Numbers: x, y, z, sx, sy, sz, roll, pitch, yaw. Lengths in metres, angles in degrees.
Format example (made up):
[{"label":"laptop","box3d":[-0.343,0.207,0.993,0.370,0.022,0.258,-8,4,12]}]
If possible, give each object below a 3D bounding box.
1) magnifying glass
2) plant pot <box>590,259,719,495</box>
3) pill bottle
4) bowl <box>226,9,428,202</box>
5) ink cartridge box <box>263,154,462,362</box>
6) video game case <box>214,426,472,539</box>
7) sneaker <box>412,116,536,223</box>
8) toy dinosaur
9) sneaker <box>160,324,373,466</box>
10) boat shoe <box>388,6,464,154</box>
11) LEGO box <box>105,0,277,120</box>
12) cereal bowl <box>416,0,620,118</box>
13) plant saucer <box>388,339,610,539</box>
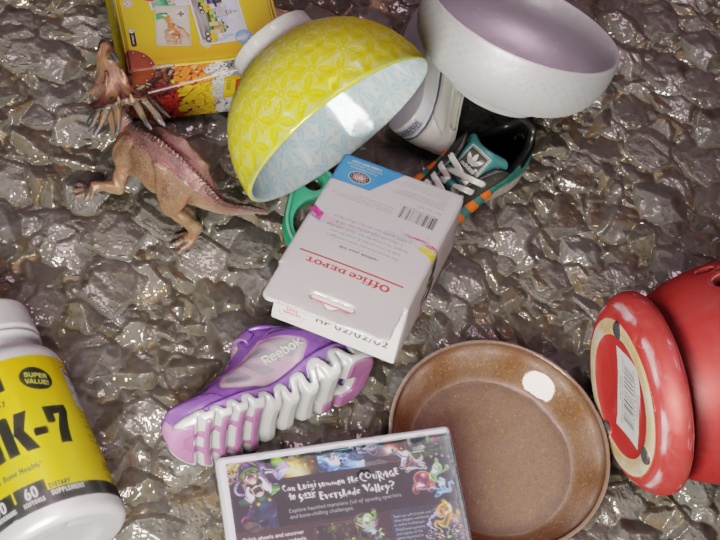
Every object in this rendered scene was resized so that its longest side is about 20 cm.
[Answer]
[{"label":"magnifying glass","box3d":[-0.047,-0.088,1.580,0.079,0.022,0.201,-7,61,-19]},{"label":"plant pot","box3d":[0.306,0.091,1.465,0.182,0.201,0.201,-9,62,-11]},{"label":"pill bottle","box3d":[-0.272,0.130,1.330,0.114,0.114,0.201,-18,65,-24]},{"label":"bowl","box3d":[-0.049,-0.164,1.489,0.200,0.200,0.108,-31,79,-29]},{"label":"ink cartridge box","box3d":[0.000,0.000,1.436,0.115,0.068,0.200,21,44,9]},{"label":"video game case","box3d":[-0.008,0.227,1.371,0.199,0.023,0.183,-7,65,-7]},{"label":"sneaker","box3d":[0.088,-0.084,1.578,0.071,0.080,0.200,44,59,13]},{"label":"toy dinosaur","box3d":[-0.174,-0.099,1.484,0.199,0.136,0.086,32,56,5]},{"label":"sneaker","box3d":[-0.089,0.094,1.429,0.200,0.081,0.089,-23,61,-31]},{"label":"boat shoe","box3d":[0.081,-0.198,1.664,0.070,0.071,0.201,33,47,-27]},{"label":"LEGO box","box3d":[-0.163,-0.250,1.605,0.148,0.077,0.201,-7,60,-13]},{"label":"cereal bowl","box3d":[0.139,-0.204,1.589,0.199,0.084,0.200,19,30,-12]},{"label":"plant saucer","box3d":[0.117,0.156,1.465,0.199,0.037,0.201,7,57,-12]}]
